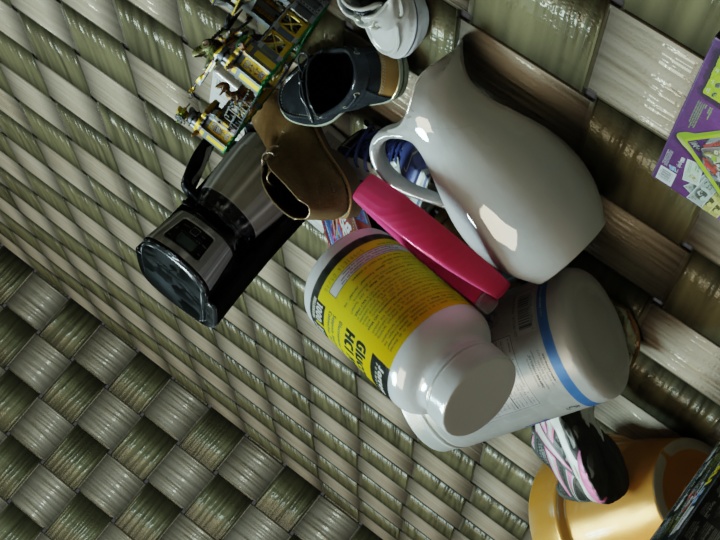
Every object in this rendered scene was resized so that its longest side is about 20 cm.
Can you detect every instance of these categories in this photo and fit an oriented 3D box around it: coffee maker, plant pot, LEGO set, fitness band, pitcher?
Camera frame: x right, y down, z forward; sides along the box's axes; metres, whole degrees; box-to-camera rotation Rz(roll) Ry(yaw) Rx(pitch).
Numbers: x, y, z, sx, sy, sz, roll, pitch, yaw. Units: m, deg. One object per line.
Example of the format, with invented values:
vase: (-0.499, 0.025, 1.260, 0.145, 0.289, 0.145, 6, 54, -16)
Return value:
coffee maker: (-0.144, -0.039, 1.427, 0.134, 0.200, 0.193, 27, 156, 33)
plant pot: (0.323, 0.272, 1.423, 0.200, 0.201, 0.183, 42, 145, -7)
LEGO set: (-0.127, -0.219, 1.206, 0.116, 0.154, 0.200, 37, 160, -4)
fitness band: (0.061, -0.026, 1.138, 0.143, 0.038, 0.200, 39, -179, -22)
pitcher: (0.105, -0.078, 1.107, 0.200, 0.121, 0.172, 46, 146, -1)

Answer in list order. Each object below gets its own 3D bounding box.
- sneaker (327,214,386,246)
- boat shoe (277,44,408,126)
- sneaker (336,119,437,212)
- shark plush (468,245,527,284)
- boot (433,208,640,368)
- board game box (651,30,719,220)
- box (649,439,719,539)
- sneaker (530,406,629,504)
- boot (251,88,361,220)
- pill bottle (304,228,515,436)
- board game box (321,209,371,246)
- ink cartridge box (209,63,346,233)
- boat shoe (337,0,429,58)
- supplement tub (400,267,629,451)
sneaker: (0.018, -0.035, 1.433, 0.097, 0.071, 0.200, 21, 176, -40)
boat shoe: (-0.032, -0.181, 1.208, 0.199, 0.062, 0.075, 0, 94, 57)
sneaker: (0.030, -0.106, 1.268, 0.115, 0.081, 0.200, 36, 163, 4)
shark plush: (0.144, 0.008, 1.224, 0.083, 0.091, 0.201, 21, 127, -16)
boot: (0.180, 0.016, 1.295, 0.199, 0.066, 0.175, 22, 161, 41)
board game box: (0.284, -0.089, 0.896, 0.120, 0.032, 0.200, 40, 163, 15)
box: (0.344, 0.206, 1.182, 0.049, 0.200, 0.160, 37, 161, 10)
sneaker: (0.213, 0.165, 1.372, 0.086, 0.080, 0.202, -29, 75, 52)
boot: (-0.078, -0.123, 1.299, 0.200, 0.075, 0.074, 52, 143, 37)
pill bottle: (0.045, 0.057, 1.139, 0.200, 0.112, 0.113, 42, 167, 39)
board game box: (0.000, 0.000, 1.346, 0.103, 0.019, 0.202, 117, 139, -59)
ink cartridge box: (-0.091, -0.148, 1.463, 0.200, 0.045, 0.176, 40, 161, 2)
boat shoe: (0.008, -0.236, 1.036, 0.073, 0.065, 0.201, 31, 159, 25)
supplement tub: (0.145, 0.088, 1.209, 0.199, 0.133, 0.132, -23, 121, 32)
